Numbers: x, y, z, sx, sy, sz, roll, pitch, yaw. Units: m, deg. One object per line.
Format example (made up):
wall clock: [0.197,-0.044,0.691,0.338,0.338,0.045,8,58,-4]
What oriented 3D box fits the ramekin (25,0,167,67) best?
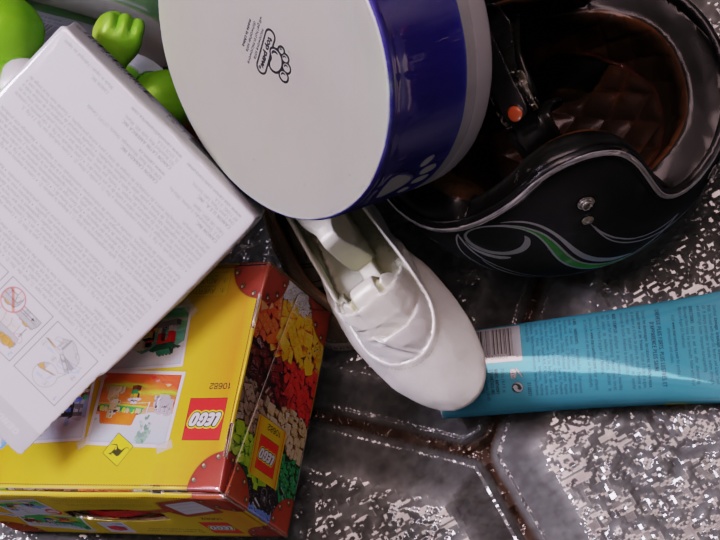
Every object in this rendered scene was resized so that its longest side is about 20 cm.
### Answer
ramekin: [-0.196,-0.197,1.630,0.200,0.200,0.098,1,74,14]

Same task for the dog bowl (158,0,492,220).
dog bowl: [-0.023,-0.132,1.408,0.079,0.200,0.200,-24,56,-37]

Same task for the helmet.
helmet: [0.118,-0.089,1.505,0.200,0.191,0.200,-4,85,42]

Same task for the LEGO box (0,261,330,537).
LEGO box: [-0.133,0.079,1.523,0.200,0.077,0.149,-2,65,30]

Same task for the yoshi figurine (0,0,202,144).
yoshi figurine: [-0.173,-0.126,1.546,0.200,0.113,0.112,3,34,-22]

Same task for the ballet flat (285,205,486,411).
ballet flat: [0.000,0.000,1.492,0.069,0.069,0.200,-32,72,-2]

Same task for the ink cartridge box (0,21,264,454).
ink cartridge box: [-0.182,-0.020,1.474,0.163,0.057,0.200,45,99,0]

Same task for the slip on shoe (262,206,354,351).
slip on shoe: [-0.033,-0.046,1.593,0.076,0.061,0.200,-17,63,6]

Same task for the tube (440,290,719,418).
tube: [0.145,0.054,1.515,0.200,0.050,0.078,-6,72,6]
